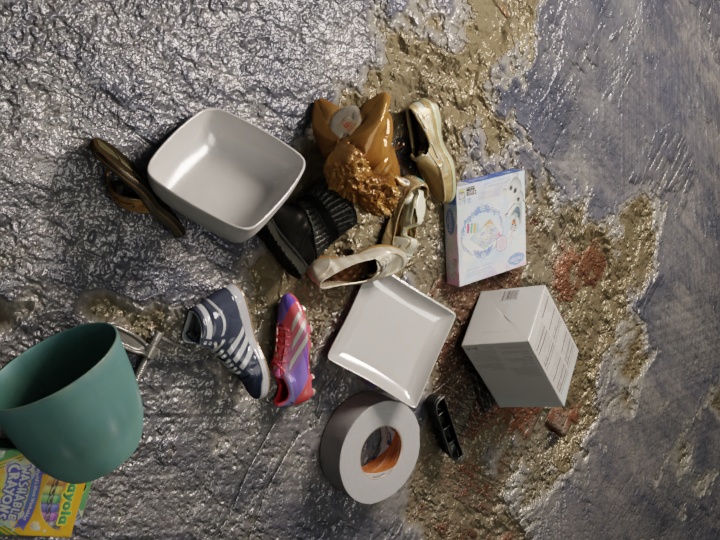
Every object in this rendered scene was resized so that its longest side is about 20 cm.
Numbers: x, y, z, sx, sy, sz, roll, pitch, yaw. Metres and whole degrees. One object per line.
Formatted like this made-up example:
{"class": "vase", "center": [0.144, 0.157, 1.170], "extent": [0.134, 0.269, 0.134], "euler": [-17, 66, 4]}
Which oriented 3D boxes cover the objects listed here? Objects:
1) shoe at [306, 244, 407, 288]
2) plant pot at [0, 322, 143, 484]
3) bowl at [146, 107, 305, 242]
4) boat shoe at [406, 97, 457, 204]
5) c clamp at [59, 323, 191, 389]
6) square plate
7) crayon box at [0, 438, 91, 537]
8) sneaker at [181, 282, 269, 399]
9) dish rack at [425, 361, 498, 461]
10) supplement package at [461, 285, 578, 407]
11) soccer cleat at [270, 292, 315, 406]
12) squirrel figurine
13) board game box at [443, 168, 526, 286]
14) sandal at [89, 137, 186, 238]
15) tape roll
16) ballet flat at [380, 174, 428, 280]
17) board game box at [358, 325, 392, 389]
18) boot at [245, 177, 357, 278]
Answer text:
{"class": "shoe", "center": [0.000, 0.000, 1.624], "extent": [0.197, 0.053, 0.071], "euler": [-8, 124, -25]}
{"class": "plant pot", "center": [-0.396, 0.196, 1.274], "extent": [0.200, 0.199, 0.163], "euler": [-36, 117, -27]}
{"class": "bowl", "center": [-0.203, -0.137, 1.376], "extent": [0.201, 0.198, 0.075], "euler": [-55, 172, -38]}
{"class": "boat shoe", "center": [0.121, -0.213, 1.687], "extent": [0.076, 0.071, 0.203], "euler": [-30, 108, -44]}
{"class": "c clamp", "center": [-0.371, 0.172, 1.405], "extent": [0.170, 0.027, 0.202], "euler": [38, 77, -37]}
{"class": "square plate", "center": [0.058, 0.121, 1.686], "extent": [0.197, 0.028, 0.202], "euler": [31, 72, -14]}
{"class": "crayon box", "center": [-0.479, 0.320, 1.337], "extent": [0.198, 0.051, 0.127], "euler": [16, 90, -40]}
{"class": "sneaker", "center": [-0.222, 0.133, 1.489], "extent": [0.108, 0.070, 0.203], "euler": [-26, 109, -37]}
{"class": "dish rack", "center": [0.224, 0.276, 1.892], "extent": [0.199, 0.054, 0.155], "euler": [-35, 120, -28]}
{"class": "supplement package", "center": [0.330, 0.158, 1.863], "extent": [0.201, 0.150, 0.152], "euler": [56, 44, -32]}
{"class": "soccer cleat", "center": [-0.125, 0.141, 1.577], "extent": [0.076, 0.066, 0.203], "euler": [-17, 113, -30]}
{"class": "squirrel figurine", "center": [0.008, -0.177, 1.557], "extent": [0.187, 0.140, 0.202], "euler": [54, 35, -53]}
{"class": "board game box", "center": [0.254, -0.089, 1.840], "extent": [0.198, 0.043, 0.202], "euler": [-16, 109, -36]}
{"class": "sandal", "center": [-0.336, -0.112, 1.354], "extent": [0.054, 0.082, 0.200], "euler": [-38, 131, 0]}
{"class": "tape roll", "center": [0.020, 0.336, 1.734], "extent": [0.198, 0.066, 0.203], "euler": [-10, 106, -36]}
{"class": "ballet flat", "center": [0.083, -0.077, 1.691], "extent": [0.070, 0.065, 0.203], "euler": [6, 96, -39]}
{"class": "board game box", "center": [0.071, 0.137, 1.745], "extent": [0.200, 0.039, 0.159], "euler": [-43, 123, -23]}
{"class": "boot", "center": [-0.106, -0.109, 1.524], "extent": [0.158, 0.079, 0.212], "euler": [-46, 129, -18]}
